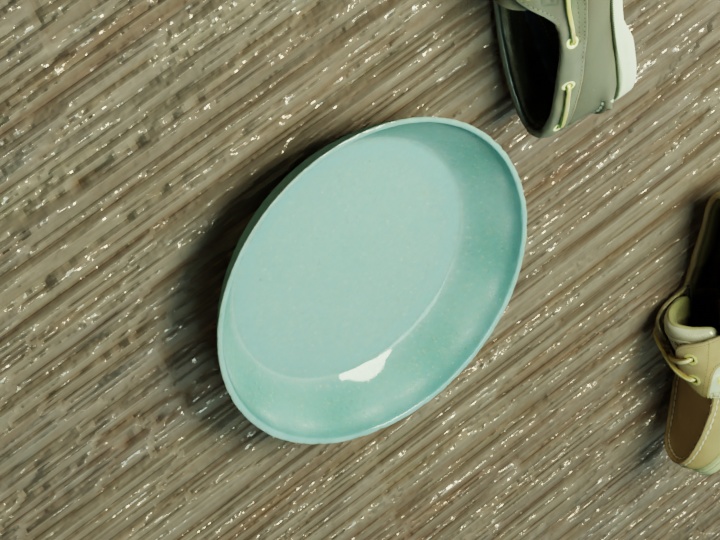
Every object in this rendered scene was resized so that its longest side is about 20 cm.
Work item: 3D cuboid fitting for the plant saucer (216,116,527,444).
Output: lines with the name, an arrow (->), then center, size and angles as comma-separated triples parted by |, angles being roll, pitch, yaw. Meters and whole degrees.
plant saucer -> 0.000, 0.000, 1.409 | 0.200, 0.036, 0.200 | -21, 130, -27

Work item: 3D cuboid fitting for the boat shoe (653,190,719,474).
boat shoe -> 0.214, 0.033, 1.585 | 0.066, 0.074, 0.200 | 2, 116, -25

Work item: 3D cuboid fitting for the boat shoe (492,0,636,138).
boat shoe -> 0.096, -0.152, 1.356 | 0.060, 0.072, 0.202 | -38, 139, -18
